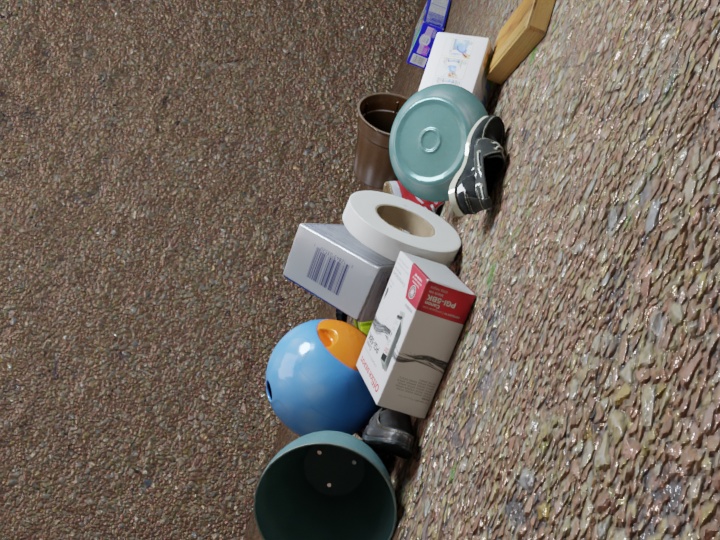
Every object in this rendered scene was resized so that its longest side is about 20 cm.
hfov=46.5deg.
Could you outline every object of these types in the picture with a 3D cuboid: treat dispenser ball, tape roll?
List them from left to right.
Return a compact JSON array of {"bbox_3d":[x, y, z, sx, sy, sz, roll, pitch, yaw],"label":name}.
[{"bbox_3d":[-0.058,0.182,1.391,0.201,0.199,0.202,-160,90,-83],"label":"treat dispenser ball"},{"bbox_3d":[0.068,-0.068,1.371,0.203,0.201,0.037,-85,16,-66],"label":"tape roll"}]

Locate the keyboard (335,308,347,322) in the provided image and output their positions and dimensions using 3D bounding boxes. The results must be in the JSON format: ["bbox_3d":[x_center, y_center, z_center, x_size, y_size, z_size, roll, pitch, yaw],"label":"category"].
[{"bbox_3d":[-0.023,0.038,1.696,0.201,0.039,0.105,-88,-9,-47],"label":"keyboard"}]

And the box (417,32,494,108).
[{"bbox_3d":[0.168,-0.310,1.519,0.113,0.101,0.202,46,-120,-65],"label":"box"}]

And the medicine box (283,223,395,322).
[{"bbox_3d":[0.000,0.000,1.475,0.199,0.181,0.104,-2,-63,-57],"label":"medicine box"}]

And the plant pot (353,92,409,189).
[{"bbox_3d":[0.069,-0.339,2.256,0.201,0.198,0.199,-77,3,-48],"label":"plant pot"}]

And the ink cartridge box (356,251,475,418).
[{"bbox_3d":[0.076,0.092,1.238,0.147,0.082,0.201,-128,57,-68],"label":"ink cartridge box"}]

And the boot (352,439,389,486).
[{"bbox_3d":[-0.006,0.347,1.369,0.200,0.067,0.132,149,134,-82],"label":"boot"}]

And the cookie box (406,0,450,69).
[{"bbox_3d":[0.224,-0.789,2.738,0.172,0.075,0.201,116,171,-50],"label":"cookie box"}]

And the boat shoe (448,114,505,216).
[{"bbox_3d":[0.195,-0.163,1.277,0.067,0.072,0.201,-12,41,38],"label":"boat shoe"}]

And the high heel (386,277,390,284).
[{"bbox_3d":[0.057,0.115,1.366,0.067,0.095,0.202,146,144,-78],"label":"high heel"}]

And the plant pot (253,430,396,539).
[{"bbox_3d":[-0.045,0.314,1.215,0.135,0.199,0.202,-75,6,-76],"label":"plant pot"}]

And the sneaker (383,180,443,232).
[{"bbox_3d":[0.120,-0.086,1.640,0.071,0.111,0.202,135,125,-69],"label":"sneaker"}]

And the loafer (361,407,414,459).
[{"bbox_3d":[0.045,0.233,1.248,0.200,0.072,0.073,152,142,-79],"label":"loafer"}]

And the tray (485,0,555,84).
[{"bbox_3d":[0.268,-0.400,1.409,0.200,0.037,0.099,139,150,-75],"label":"tray"}]

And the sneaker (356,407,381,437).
[{"bbox_3d":[0.022,0.209,1.501,0.087,0.074,0.201,-33,38,32],"label":"sneaker"}]

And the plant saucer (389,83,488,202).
[{"bbox_3d":[0.125,-0.218,1.419,0.036,0.199,0.201,-3,-61,-57],"label":"plant saucer"}]

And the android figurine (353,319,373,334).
[{"bbox_3d":[0.010,0.143,1.693,0.200,0.041,0.184,-115,19,-78],"label":"android figurine"}]
